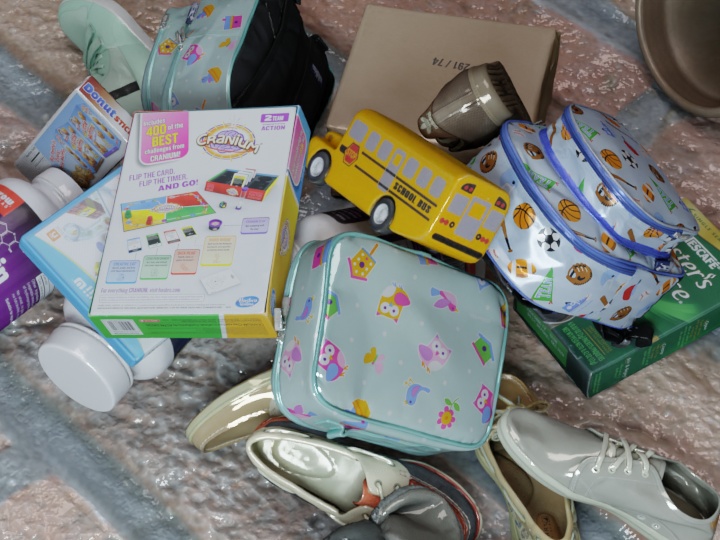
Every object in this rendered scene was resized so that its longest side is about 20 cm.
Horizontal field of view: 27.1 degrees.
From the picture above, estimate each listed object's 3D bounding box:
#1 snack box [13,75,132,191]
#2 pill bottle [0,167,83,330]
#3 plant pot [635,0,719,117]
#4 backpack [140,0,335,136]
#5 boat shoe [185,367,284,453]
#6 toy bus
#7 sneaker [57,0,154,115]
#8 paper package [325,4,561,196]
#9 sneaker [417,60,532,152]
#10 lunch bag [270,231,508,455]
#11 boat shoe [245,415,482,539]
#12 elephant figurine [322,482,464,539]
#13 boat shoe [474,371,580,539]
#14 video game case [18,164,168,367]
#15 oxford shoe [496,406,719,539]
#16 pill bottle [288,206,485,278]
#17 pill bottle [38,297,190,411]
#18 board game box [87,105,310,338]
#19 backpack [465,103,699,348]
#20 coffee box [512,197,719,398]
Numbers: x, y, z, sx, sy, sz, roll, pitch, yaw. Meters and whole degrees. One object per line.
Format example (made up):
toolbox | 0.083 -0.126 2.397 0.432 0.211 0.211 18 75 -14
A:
snack box | -0.263 -0.111 1.383 0.072 0.200 0.024 47 58 -8
pill bottle | -0.337 -0.008 1.359 0.112 0.113 0.200 34 60 27
plant pot | 0.407 -0.263 1.505 0.174 0.201 0.200 -11 49 -28
backpack | -0.122 -0.167 1.444 0.153 0.176 0.200 -8 47 18
boat shoe | -0.051 0.115 1.273 0.199 0.072 0.065 -23 74 -6
toy bus | 0.031 -0.072 1.215 0.200 0.065 0.078 40 105 51
sneaker | -0.278 -0.212 1.547 0.118 0.074 0.200 -34 59 -31
paper package | 0.082 -0.156 1.470 0.199 0.104 0.191 10 51 9
sneaker | 0.098 -0.139 1.295 0.075 0.200 0.071 -26 83 13
lunch bag | 0.021 0.065 1.197 0.200 0.077 0.161 19 74 -33
boat shoe | 0.001 0.174 1.200 0.199 0.063 0.071 25 96 10
elephant figurine | 0.031 0.232 1.124 0.200 0.155 0.142 37 83 18
boat shoe | 0.140 0.157 1.233 0.073 0.063 0.200 -13 51 -8
video game case | -0.171 -0.028 1.285 0.143 0.018 0.200 46 58 5
oxford shoe | 0.202 0.157 1.190 0.200 0.058 0.075 29 39 -3
pill bottle | 0.000 0.000 1.303 0.199 0.112 0.112 -11 48 -32
pill bottle | -0.192 0.026 1.326 0.111 0.111 0.200 24 56 21
board game box | -0.129 -0.042 1.231 0.152 0.040 0.201 0 60 15
backpack | 0.173 -0.045 1.242 0.190 0.154 0.200 -1 46 -48
coffee box | 0.252 0.021 1.352 0.200 0.044 0.123 -25 54 -17
